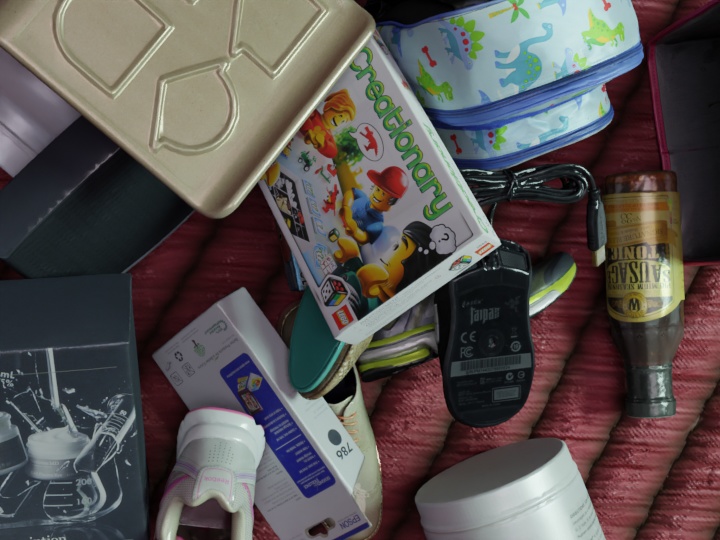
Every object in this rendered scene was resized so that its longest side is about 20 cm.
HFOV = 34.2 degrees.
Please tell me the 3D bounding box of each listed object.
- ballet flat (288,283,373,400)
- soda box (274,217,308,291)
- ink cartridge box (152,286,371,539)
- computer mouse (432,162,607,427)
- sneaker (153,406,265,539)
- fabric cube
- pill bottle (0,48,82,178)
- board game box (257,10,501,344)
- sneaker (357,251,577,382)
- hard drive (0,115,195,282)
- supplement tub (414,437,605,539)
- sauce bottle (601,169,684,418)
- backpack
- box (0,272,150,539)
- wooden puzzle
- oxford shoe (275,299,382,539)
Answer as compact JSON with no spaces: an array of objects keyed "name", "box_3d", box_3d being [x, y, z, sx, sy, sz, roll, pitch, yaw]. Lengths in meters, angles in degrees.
[{"name":"ballet flat","box_3d":[0.000,0.000,0.861,0.065,0.070,0.200,16,87,-46]},{"name":"soda box","box_3d":[-0.041,-0.085,0.920,0.068,0.064,0.200,-12,90,-10]},{"name":"ink cartridge box","box_3d":[-0.068,0.119,0.889,0.200,0.099,0.039,56,40,1]},{"name":"computer mouse","box_3d":[0.116,0.012,0.870,0.140,0.046,0.200,-11,108,-13]},{"name":"sneaker","box_3d":[-0.120,0.202,0.867,0.081,0.088,0.200,7,120,0]},{"name":"fabric cube","box_3d":[0.364,-0.114,0.914,0.199,0.196,0.200,-8,90,-8]},{"name":"pill bottle","box_3d":[-0.206,-0.158,0.871,0.112,0.112,0.200,41,84,-6]},{"name":"board game box","box_3d":[-0.004,-0.066,0.816,0.126,0.035,0.200,-36,65,18]},{"name":"sneaker","box_3d":[0.080,0.018,0.934,0.200,0.074,0.081,-20,84,-15]},{"name":"hard drive","box_3d":[-0.177,-0.061,0.865,0.200,0.135,0.042,-43,62,-4]},{"name":"supplement tub","box_3d":[0.135,0.246,0.910,0.132,0.132,0.200,-21,92,-8]},{"name":"sauce bottle","box_3d":[0.235,0.019,0.959,0.066,0.066,0.200,-4,89,-9]},{"name":"backpack","box_3d":[0.111,-0.159,0.873,0.183,0.200,0.147,-22,104,-9]},{"name":"box","box_3d":[-0.256,0.109,0.831,0.200,0.104,0.182,-4,117,-8]},{"name":"wooden puzzle","box_3d":[-0.117,-0.162,0.782,0.200,0.046,0.185,40,76,-12]},{"name":"oxford shoe","box_3d":[-0.025,0.122,0.915,0.071,0.074,0.200,-17,92,-9]}]
